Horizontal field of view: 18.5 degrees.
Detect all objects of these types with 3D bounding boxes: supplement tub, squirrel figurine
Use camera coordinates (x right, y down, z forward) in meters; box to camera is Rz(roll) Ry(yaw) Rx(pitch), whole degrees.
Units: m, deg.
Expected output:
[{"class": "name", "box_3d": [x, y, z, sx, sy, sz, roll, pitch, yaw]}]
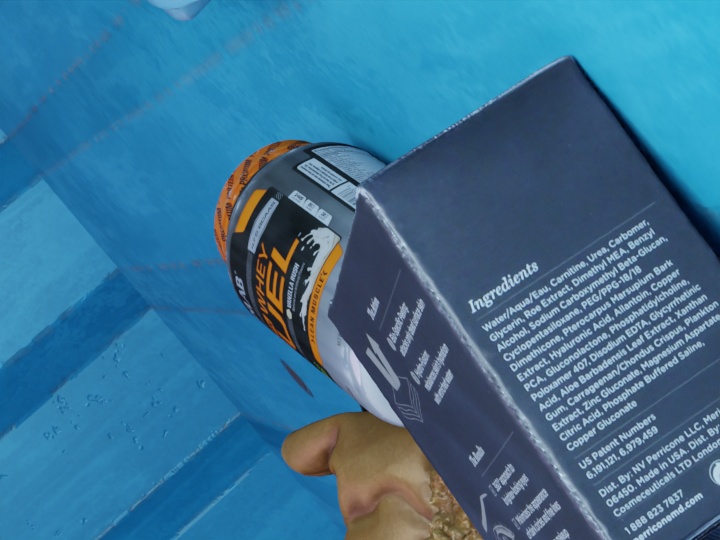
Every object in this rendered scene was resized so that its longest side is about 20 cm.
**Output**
[{"class": "supplement tub", "box_3d": [0.000, 0.000, 1.293, 0.200, 0.122, 0.123, 35, 163, 52]}, {"class": "squirrel figurine", "box_3d": [0.050, 0.180, 1.303, 0.141, 0.188, 0.200, 21, 150, -30]}]

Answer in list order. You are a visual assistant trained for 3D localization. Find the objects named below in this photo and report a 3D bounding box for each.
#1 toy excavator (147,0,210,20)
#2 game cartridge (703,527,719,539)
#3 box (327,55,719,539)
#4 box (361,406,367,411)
[{"class": "toy excavator", "box_3d": [-0.103, -0.183, 1.177, 0.194, 0.100, 0.200, 42, 177, 39]}, {"class": "game cartridge", "box_3d": [0.197, 0.119, 1.145, 0.133, 0.040, 0.200, 48, 170, -14]}, {"class": "box", "box_3d": [0.090, 0.042, 0.988, 0.200, 0.117, 0.197, 54, 167, 10]}, {"class": "box", "box_3d": [0.067, 0.104, 1.422, 0.109, 0.035, 0.200, 1, 155, 12]}]
